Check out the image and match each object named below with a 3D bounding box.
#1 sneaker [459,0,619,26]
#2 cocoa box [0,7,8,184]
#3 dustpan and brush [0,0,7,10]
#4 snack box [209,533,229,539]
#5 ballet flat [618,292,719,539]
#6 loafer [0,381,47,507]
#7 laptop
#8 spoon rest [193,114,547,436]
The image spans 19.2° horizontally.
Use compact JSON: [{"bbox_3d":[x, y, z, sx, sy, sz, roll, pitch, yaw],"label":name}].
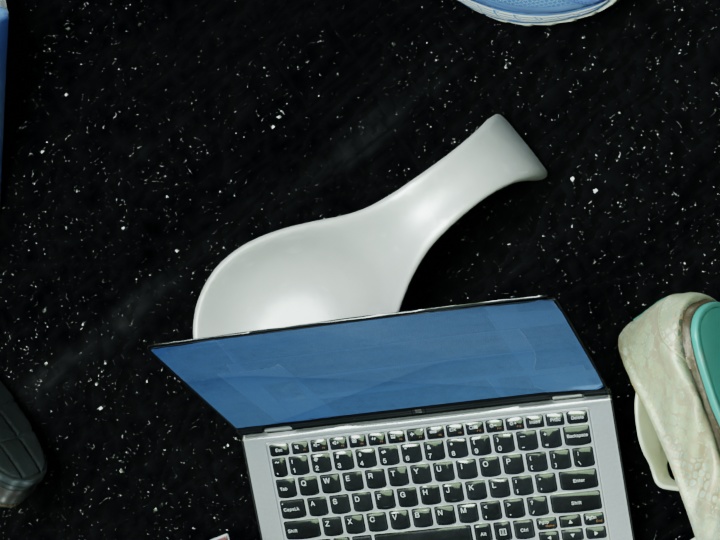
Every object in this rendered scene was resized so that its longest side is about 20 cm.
[{"bbox_3d":[0.038,-0.167,1.021,0.200,0.089,0.079,13,95,16],"label":"sneaker"},{"bbox_3d":[-0.296,-0.085,1.080,0.200,0.131,0.134,22,128,16],"label":"cocoa box"},{"bbox_3d":[-0.286,-0.183,1.145,0.199,0.057,0.140,-8,100,11],"label":"dustpan and brush"},{"bbox_3d":[-0.044,0.230,1.056,0.024,0.072,0.200,-20,84,-11],"label":"snack box"},{"bbox_3d":[0.173,0.109,1.005,0.062,0.067,0.201,-23,79,44],"label":"ballet flat"},{"bbox_3d":[-0.249,0.070,1.125,0.200,0.073,0.072,35,109,23],"label":"loafer"},{"bbox_3d":[0.023,0.105,0.991,0.187,0.116,0.201,-7,101,15],"label":"laptop"},{"bbox_3d":[0.000,0.000,1.048,0.200,0.061,0.099,-41,81,12],"label":"spoon rest"}]
